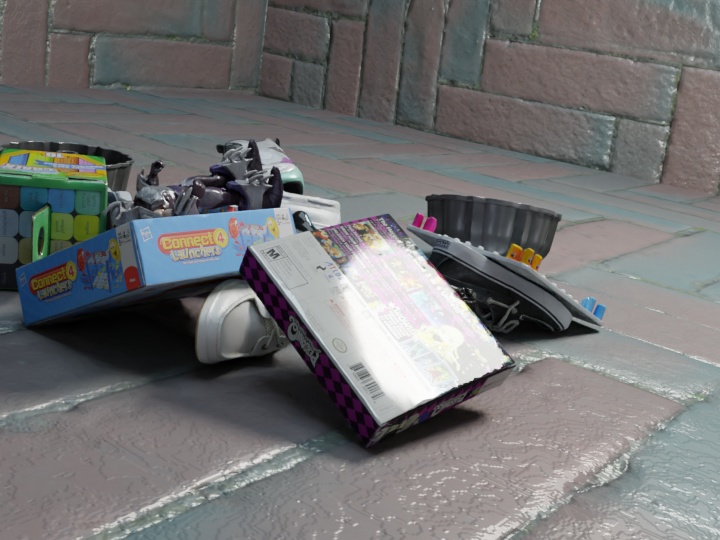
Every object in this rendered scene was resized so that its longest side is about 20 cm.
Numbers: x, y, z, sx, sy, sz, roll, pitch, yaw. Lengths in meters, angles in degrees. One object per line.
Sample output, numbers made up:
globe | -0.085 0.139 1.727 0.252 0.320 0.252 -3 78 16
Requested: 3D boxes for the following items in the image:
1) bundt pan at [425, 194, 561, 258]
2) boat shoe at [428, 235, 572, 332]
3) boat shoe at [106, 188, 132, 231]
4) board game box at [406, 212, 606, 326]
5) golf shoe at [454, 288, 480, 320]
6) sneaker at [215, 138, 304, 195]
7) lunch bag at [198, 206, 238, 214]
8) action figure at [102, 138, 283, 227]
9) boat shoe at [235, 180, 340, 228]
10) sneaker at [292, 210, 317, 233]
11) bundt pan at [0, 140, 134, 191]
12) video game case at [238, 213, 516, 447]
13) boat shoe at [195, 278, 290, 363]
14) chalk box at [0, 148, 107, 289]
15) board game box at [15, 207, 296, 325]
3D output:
bundt pan | 0.185 -0.054 1.342 0.197 0.078 0.202 8 0 0
boat shoe | 0.158 0.035 1.087 0.197 0.069 0.073 29 -7 -25
boat shoe | -0.356 -0.071 1.218 0.089 0.073 0.199 -1 10 -28
board game box | 0.181 -0.002 1.157 0.198 0.026 0.199 23 -5 46
golf shoe | 0.027 0.066 0.925 0.197 0.080 0.094 -5 -3 -38
sneaker | -0.187 -0.121 1.291 0.196 0.078 0.141 -22 55 -12
lunch bag | -0.151 -0.026 1.153 0.147 0.097 0.200 6 0 -5
action figure | -0.184 -0.082 1.006 0.197 0.071 0.129 -18 35 -33
boat shoe | -0.115 -0.084 1.213 0.196 0.070 0.072 11 -14 -15
sneaker | 0.000 0.000 1.021 0.197 0.084 0.073 22 -22 -18
bundt pan | -0.440 -0.139 1.400 0.197 0.078 0.202 9 14 -2
video game case | 0.016 0.041 0.827 0.179 0.036 0.201 -16 57 -42
boat shoe | -0.091 0.045 0.899 0.068 0.073 0.200 10 13 17
chalk box | -0.339 -0.052 1.026 0.121 0.128 0.200 3 16 -18
board game box | -0.192 -0.005 0.902 0.193 0.057 0.198 -16 -4 39
